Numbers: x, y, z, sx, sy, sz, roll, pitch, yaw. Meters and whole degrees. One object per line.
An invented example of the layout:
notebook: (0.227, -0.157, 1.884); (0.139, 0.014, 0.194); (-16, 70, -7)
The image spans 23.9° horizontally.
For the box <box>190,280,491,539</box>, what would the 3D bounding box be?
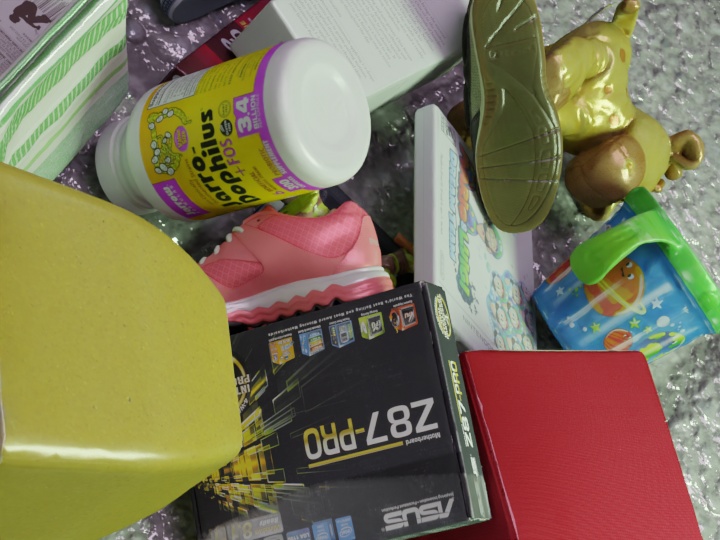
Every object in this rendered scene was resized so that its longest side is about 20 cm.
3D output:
box: (-0.024, 0.110, 1.152); (0.049, 0.198, 0.163); (18, 59, -68)

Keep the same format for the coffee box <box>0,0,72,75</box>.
coffee box: (-0.276, -0.108, 1.179); (0.080, 0.113, 0.200); (44, 49, -2)

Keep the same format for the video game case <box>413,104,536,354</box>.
video game case: (0.094, -0.003, 1.359); (0.182, 0.023, 0.202); (47, 34, -43)

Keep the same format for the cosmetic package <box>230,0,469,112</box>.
cosmetic package: (0.003, -0.185, 1.361); (0.199, 0.071, 0.102); (-30, 85, -42)

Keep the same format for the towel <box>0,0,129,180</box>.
towel: (-0.204, -0.112, 1.148); (0.023, 0.200, 0.153); (36, 72, 5)

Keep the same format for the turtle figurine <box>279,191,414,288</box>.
turtle figurine: (0.000, 0.000, 1.298); (0.162, 0.064, 0.200); (52, 33, -16)

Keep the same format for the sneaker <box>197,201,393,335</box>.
sneaker: (-0.077, 0.001, 1.210); (0.198, 0.074, 0.088); (-10, 77, 6)

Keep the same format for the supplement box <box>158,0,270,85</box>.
supplement box: (-0.069, -0.158, 1.384); (0.109, 0.061, 0.200); (46, 48, -3)

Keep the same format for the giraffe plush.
giraffe plush: (0.200, -0.122, 1.486); (0.199, 0.172, 0.163); (-35, 96, -25)

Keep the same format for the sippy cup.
sippy cup: (0.218, 0.023, 1.406); (0.178, 0.130, 0.140); (52, 8, -25)

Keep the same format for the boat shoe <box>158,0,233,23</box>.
boat shoe: (-0.097, -0.283, 1.422); (0.199, 0.071, 0.091); (-25, 77, -30)

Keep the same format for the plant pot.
plant pot: (-0.189, 0.074, 1.084); (0.199, 0.195, 0.196); (13, 56, -37)

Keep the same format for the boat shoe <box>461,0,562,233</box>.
boat shoe: (0.119, -0.134, 1.369); (0.071, 0.066, 0.203); (-9, 106, -5)

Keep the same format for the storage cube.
storage cube: (0.118, 0.173, 1.233); (0.198, 0.171, 0.181); (3, 61, -32)

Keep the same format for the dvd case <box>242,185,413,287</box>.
dvd case: (-0.041, 0.020, 1.318); (0.150, 0.025, 0.200); (44, 48, -3)

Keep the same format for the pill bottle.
pill bottle: (-0.097, -0.094, 1.224); (0.104, 0.199, 0.105); (19, 65, -48)
